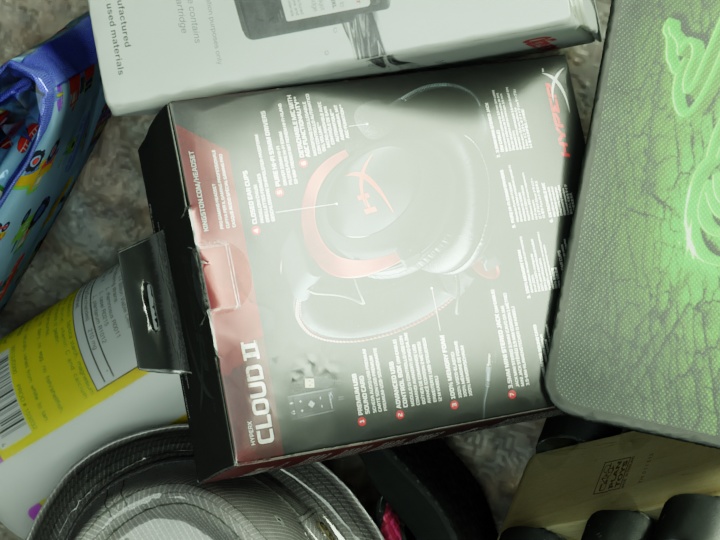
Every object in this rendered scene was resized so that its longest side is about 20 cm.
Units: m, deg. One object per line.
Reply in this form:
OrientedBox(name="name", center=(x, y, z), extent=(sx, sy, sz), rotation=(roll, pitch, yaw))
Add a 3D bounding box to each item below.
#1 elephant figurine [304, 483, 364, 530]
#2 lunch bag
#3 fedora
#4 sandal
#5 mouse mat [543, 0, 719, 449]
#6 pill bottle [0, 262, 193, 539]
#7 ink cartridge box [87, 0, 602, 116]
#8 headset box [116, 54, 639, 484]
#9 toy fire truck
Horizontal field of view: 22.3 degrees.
OrientedBox(name="elephant figurine", center=(-0.053, 0.211, 0.914), extent=(0.141, 0.155, 0.201), rotation=(-35, 113, -23))
OrientedBox(name="lunch bag", center=(-0.172, -0.041, 0.836), extent=(0.094, 0.151, 0.200), rotation=(43, 107, -4))
OrientedBox(name="fedora", center=(-0.063, 0.163, 0.785), extent=(0.176, 0.090, 0.201), rotation=(-26, 87, -4))
OrientedBox(name="sandal", center=(0.022, 0.109, 0.866), extent=(0.045, 0.075, 0.201), rotation=(-21, 126, 16))
OrientedBox(name="mouse mat", center=(0.168, -0.024, 0.749), extent=(0.159, 0.008, 0.202), rotation=(11, 80, -1))
OrientedBox(name="pill bottle", center=(-0.093, 0.044, 0.873), extent=(0.199, 0.104, 0.105), rotation=(-31, 99, 15))
OrientedBox(name="ink cartridge box", center=(-0.002, -0.124, 0.788), extent=(0.198, 0.145, 0.084), rotation=(-10, 93, 11))
OrientedBox(name="headset box", center=(0.000, 0.000, 0.762), extent=(0.198, 0.075, 0.150), rotation=(-9, 81, -19))
OrientedBox(name="toy fire truck", center=(0.189, 0.129, 0.844), extent=(0.200, 0.129, 0.176), rotation=(38, 149, -20))
